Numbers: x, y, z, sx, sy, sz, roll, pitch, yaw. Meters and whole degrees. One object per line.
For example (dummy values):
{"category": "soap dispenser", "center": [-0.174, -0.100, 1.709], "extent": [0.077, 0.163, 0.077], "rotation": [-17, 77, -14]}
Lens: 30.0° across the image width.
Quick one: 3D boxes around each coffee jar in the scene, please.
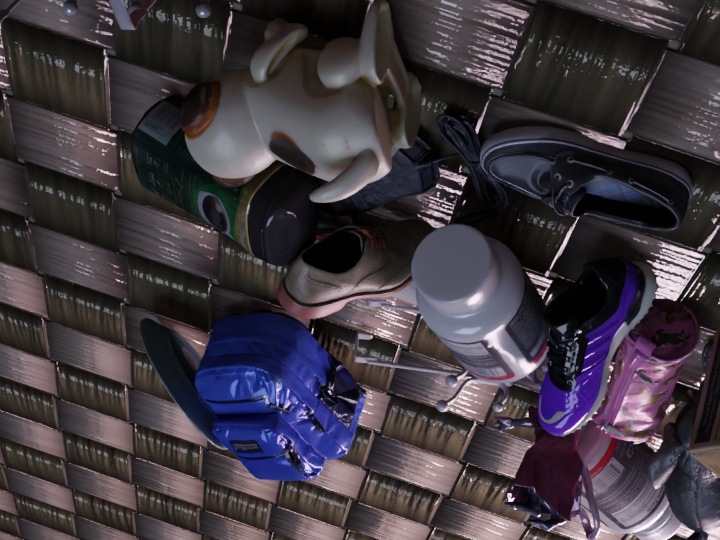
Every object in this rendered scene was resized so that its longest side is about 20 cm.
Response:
{"category": "coffee jar", "center": [-0.132, -0.089, 1.345], "extent": [0.199, 0.085, 0.105], "rotation": [32, 149, 23]}

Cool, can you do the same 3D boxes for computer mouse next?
{"category": "computer mouse", "center": [0.050, -0.089, 1.340], "extent": [0.199, 0.046, 0.141], "rotation": [-19, 128, 30]}

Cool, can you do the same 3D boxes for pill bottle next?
{"category": "pill bottle", "center": [0.121, 0.032, 1.363], "extent": [0.110, 0.112, 0.200], "rotation": [4, 159, 24]}
{"category": "pill bottle", "center": [0.311, 0.250, 1.637], "extent": [0.110, 0.111, 0.200], "rotation": [-17, 132, 44]}

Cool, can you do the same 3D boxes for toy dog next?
{"category": "toy dog", "center": [-0.060, -0.132, 1.206], "extent": [0.198, 0.195, 0.140], "rotation": [-2, 155, 21]}

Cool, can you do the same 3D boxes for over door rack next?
{"category": "over door rack", "center": [-0.206, -0.234, 1.119], "extent": [0.147, 0.200, 0.067], "rotation": [5, 120, 22]}
{"category": "over door rack", "center": [0.087, 0.097, 1.561], "extent": [0.198, 0.067, 0.148], "rotation": [18, 147, 3]}

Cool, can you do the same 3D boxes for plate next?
{"category": "plate", "center": [-0.218, 0.141, 1.737], "extent": [0.025, 0.201, 0.200], "rotation": [-34, 130, 5]}

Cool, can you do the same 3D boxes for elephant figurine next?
{"category": "elephant figurine", "center": [0.378, 0.199, 1.480], "extent": [0.141, 0.156, 0.200], "rotation": [-27, 149, 6]}

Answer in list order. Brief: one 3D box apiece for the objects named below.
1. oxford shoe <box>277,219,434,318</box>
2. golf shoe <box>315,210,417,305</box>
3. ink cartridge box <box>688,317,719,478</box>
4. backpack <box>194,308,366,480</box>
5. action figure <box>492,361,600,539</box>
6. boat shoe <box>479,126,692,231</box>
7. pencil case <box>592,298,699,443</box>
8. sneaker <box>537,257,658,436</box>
{"category": "oxford shoe", "center": [0.009, -0.015, 1.357], "extent": [0.070, 0.199, 0.075], "rotation": [47, 141, 21]}
{"category": "golf shoe", "center": [0.000, 0.000, 1.455], "extent": [0.199, 0.093, 0.073], "rotation": [27, 146, -12]}
{"category": "ink cartridge box", "center": [0.437, 0.160, 1.381], "extent": [0.200, 0.166, 0.075], "rotation": [38, 146, -25]}
{"category": "backpack", "center": [-0.107, 0.155, 1.679], "extent": [0.161, 0.169, 0.200], "rotation": [-9, 133, 29]}
{"category": "action figure", "center": [0.225, 0.183, 1.504], "extent": [0.148, 0.201, 0.134], "rotation": [18, 162, 2]}
{"category": "boat shoe", "center": [0.205, -0.076, 1.237], "extent": [0.198, 0.067, 0.070], "rotation": [15, 137, 4]}
{"category": "pencil case", "center": [0.306, 0.110, 1.451], "extent": [0.082, 0.087, 0.201], "rotation": [7, 145, 2]}
{"category": "sneaker", "center": [0.214, 0.072, 1.359], "extent": [0.099, 0.201, 0.070], "rotation": [11, -160, -41]}
